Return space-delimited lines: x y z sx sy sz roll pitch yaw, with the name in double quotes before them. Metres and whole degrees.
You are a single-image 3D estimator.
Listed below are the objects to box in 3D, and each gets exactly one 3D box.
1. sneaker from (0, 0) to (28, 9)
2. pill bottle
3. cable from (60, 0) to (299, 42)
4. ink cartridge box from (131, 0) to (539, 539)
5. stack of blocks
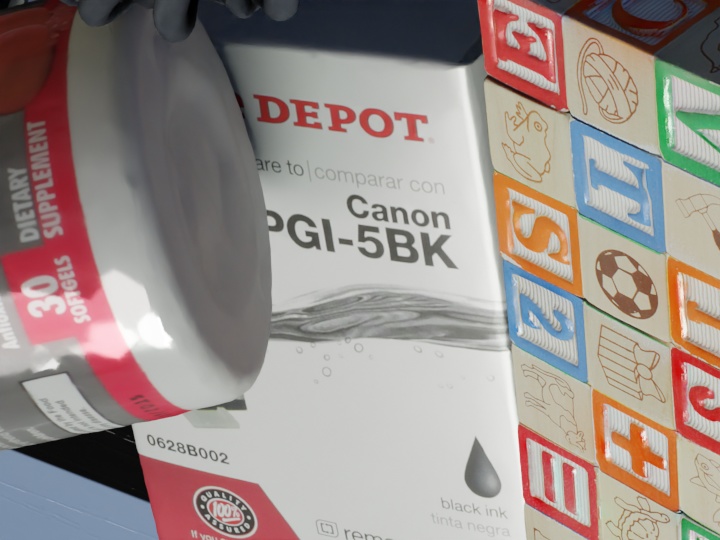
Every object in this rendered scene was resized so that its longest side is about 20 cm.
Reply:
"sneaker" -0.171 -0.119 0.746 0.199 0.130 0.079 35 153 -26
"pill bottle" -0.131 -0.001 0.709 0.199 0.111 0.111 -12 146 13
"cable" 0.007 -0.092 0.620 0.199 0.163 0.051 -11 112 52
"ink cartridge box" 0.000 0.000 0.801 0.146 0.083 0.201 8 126 29
"stack of blocks" 0.097 0.014 0.687 0.115 0.058 0.201 27 140 37
